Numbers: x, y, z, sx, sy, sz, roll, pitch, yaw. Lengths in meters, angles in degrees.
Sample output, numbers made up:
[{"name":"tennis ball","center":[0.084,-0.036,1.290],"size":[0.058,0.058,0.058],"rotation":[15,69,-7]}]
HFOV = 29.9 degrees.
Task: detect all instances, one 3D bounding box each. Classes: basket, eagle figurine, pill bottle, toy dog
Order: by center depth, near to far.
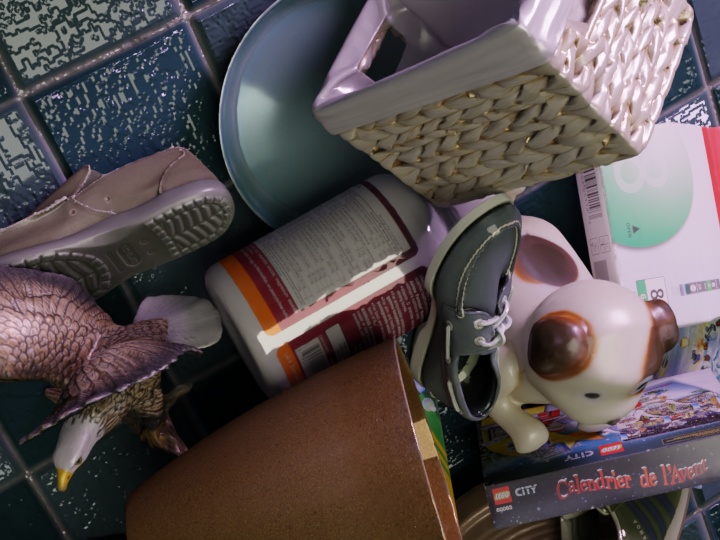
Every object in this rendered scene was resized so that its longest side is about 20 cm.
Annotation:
[{"name":"basket","center":[0.090,-0.131,0.839],"size":[0.123,0.200,0.136],"rotation":[40,60,-25]},{"name":"eagle figurine","center":[-0.173,0.064,0.855],"size":[0.151,0.151,0.200],"rotation":[-20,151,7]},{"name":"pill bottle","center":[0.000,0.000,0.950],"size":[0.200,0.110,0.110],"rotation":[-29,116,-11]},{"name":"toy dog","center":[0.150,0.040,1.006],"size":[0.139,0.200,0.195],"rotation":[2,106,-24]}]

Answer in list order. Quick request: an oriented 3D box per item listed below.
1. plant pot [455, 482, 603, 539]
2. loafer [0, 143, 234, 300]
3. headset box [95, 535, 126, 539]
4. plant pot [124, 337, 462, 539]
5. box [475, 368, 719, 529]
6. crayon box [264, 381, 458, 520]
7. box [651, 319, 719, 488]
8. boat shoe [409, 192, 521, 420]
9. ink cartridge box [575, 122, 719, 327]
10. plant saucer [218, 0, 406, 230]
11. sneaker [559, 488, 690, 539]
[{"name":"plant pot","center":[0.147,0.268,1.119],"size":[0.200,0.093,0.201],"rotation":[-9,122,-15]},{"name":"loafer","center":[-0.186,-0.027,0.923],"size":[0.199,0.070,0.075],"rotation":[-20,145,-5]},{"name":"headset box","center":[-0.127,0.292,1.031],"size":[0.174,0.093,0.201],"rotation":[-3,107,-23]},{"name":"plant pot","center":[-0.043,0.162,0.882],"size":[0.199,0.187,0.187],"rotation":[-18,115,5]},{"name":"box","center":[0.193,0.136,1.053],"size":[0.199,0.137,0.038],"rotation":[-13,105,6]},{"name":"crayon box","center":[0.006,0.178,1.007],"size":[0.125,0.052,0.201],"rotation":[1,67,-26]},{"name":"box","center":[0.251,0.087,1.154],"size":[0.136,0.040,0.201],"rotation":[6,105,-24]},{"name":"boat shoe","center":[0.082,0.029,0.904],"size":[0.073,0.062,0.200],"rotation":[-27,150,-28]},{"name":"ink cartridge box","center":[0.277,-0.039,1.090],"size":[0.199,0.050,0.162],"rotation":[-9,86,-18]},{"name":"plant saucer","center":[-0.011,-0.116,0.984],"size":[0.199,0.027,0.201],"rotation":[-8,110,-22]},{"name":"sneaker","center":[0.202,0.188,1.060],"size":[0.090,0.067,0.201],"rotation":[39,50,-23]}]
